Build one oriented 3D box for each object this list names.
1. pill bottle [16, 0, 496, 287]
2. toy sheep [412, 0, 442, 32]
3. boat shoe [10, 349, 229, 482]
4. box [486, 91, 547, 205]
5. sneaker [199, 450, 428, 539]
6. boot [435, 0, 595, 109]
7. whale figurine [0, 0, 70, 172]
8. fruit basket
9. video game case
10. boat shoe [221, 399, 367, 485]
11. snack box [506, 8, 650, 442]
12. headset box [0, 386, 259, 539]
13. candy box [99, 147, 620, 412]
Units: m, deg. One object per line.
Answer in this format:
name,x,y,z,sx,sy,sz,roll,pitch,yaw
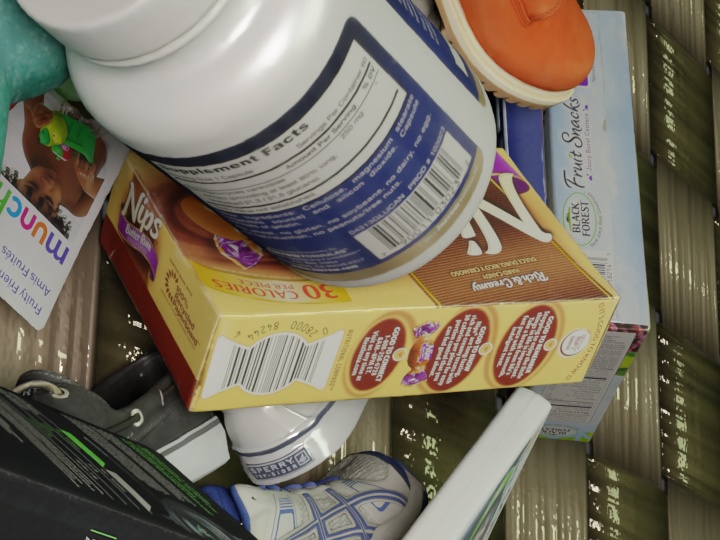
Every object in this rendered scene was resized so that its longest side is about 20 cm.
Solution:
pill bottle,-0.037,-0.078,0.689,0.200,0.111,0.111,40,48,-54
toy sheep,-0.008,-0.109,0.916,0.200,0.138,0.138,46,41,-20
boat shoe,-0.117,0.070,0.740,0.200,0.070,0.066,-20,92,-60
box,0.074,-0.068,1.028,0.200,0.032,0.121,108,-19,-75
sneaker,-0.034,0.120,0.854,0.088,0.075,0.200,50,28,-5
boot,0.080,-0.149,0.858,0.200,0.107,0.075,47,35,-47
whale figurine,-0.159,-0.032,0.622,0.200,0.104,0.159,-52,130,-27
fruit basket,-0.135,-0.109,0.739,0.185,0.094,0.200,51,44,-40
video game case,0.017,0.169,0.870,0.200,0.023,0.182,-44,159,-55
boat shoe,-0.022,0.022,0.891,0.065,0.074,0.200,61,18,-18
snack box,0.115,-0.024,1.048,0.142,0.053,0.200,106,-13,-60
headset box,-0.136,0.127,0.584,0.174,0.093,0.200,-56,142,0
candy box,0.000,0.000,0.830,0.200,0.056,0.117,-3,40,-29
